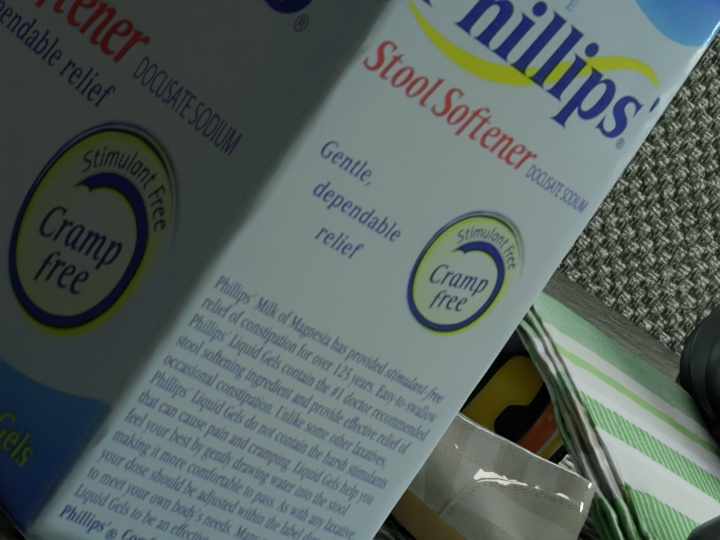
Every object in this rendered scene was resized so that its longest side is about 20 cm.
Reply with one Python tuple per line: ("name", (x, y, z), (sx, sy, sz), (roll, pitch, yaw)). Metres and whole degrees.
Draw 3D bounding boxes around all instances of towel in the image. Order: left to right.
("towel", (0.133, 0.101, 0.929), (0.152, 0.023, 0.201), (32, 24, -40))

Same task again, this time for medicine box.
("medicine box", (-0.038, -0.045, 0.566), (0.103, 0.201, 0.182), (28, 8, -45))

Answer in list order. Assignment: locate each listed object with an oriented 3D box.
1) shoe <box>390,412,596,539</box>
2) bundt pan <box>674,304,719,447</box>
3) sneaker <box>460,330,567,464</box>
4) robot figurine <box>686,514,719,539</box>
("shoe", (-0.001, 0.045, 0.779), (0.200, 0.054, 0.070), (37, 6, 25))
("bundt pan", (0.210, 0.100, 1.051), (0.202, 0.075, 0.203), (163, -90, -82))
("sneaker", (0.058, 0.038, 1.048), (0.090, 0.070, 0.200), (42, 6, -10))
("robot figurine", (0.207, 0.148, 0.809), (0.199, 0.113, 0.170), (30, 47, -32))
